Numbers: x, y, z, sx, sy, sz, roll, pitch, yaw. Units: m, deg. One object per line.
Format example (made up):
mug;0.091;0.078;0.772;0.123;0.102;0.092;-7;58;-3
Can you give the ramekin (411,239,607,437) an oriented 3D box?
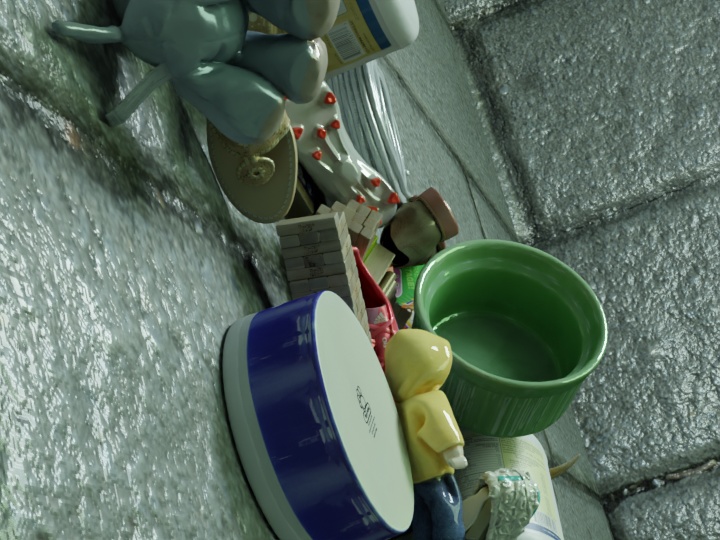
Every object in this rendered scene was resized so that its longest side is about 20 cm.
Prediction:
ramekin;0.142;0.072;1.330;0.201;0.198;0.098;-97;-164;-44

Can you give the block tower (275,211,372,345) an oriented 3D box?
block tower;-0.024;0.046;1.142;0.058;0.053;0.202;-72;152;-71

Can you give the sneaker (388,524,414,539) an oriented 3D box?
sneaker;0.037;0.179;1.247;0.115;0.076;0.200;55;22;-16

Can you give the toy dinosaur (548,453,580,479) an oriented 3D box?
toy dinosaur;0.157;0.257;1.482;0.058;0.199;0.102;7;75;-41

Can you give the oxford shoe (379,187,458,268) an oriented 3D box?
oxford shoe;0.048;-0.036;1.372;0.071;0.073;0.200;57;-8;8

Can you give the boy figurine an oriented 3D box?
boy figurine;0.056;0.152;1.135;0.124;0.064;0.202;139;-53;-62

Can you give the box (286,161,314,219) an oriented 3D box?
box;-0.088;-0.160;1.318;0.201;0.032;0.121;-98;163;-45

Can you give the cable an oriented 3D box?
cable;0.003;-0.153;1.437;0.200;0.069;0.202;-54;130;-82

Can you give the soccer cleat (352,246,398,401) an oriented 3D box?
soccer cleat;0.013;0.073;1.210;0.068;0.073;0.201;-16;70;-33

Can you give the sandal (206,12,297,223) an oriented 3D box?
sandal;-0.098;-0.137;1.069;0.070;0.077;0.214;-56;144;-74

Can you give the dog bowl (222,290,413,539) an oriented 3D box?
dog bowl;-0.030;0.121;1.029;0.200;0.078;0.202;-20;90;-78

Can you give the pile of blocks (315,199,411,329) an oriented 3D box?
pile of blocks;0.000;0.000;1.301;0.062;0.081;0.201;-56;147;-38

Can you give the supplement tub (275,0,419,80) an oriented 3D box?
supplement tub;-0.062;-0.233;1.152;0.145;0.198;0.146;-20;90;-78

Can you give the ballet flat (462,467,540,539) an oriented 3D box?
ballet flat;0.090;0.257;1.198;0.071;0.201;0.072;24;20;-10

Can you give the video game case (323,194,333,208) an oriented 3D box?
video game case;-0.035;-0.122;1.422;0.143;0.018;0.202;-91;167;-67

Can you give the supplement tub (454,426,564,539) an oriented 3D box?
supplement tub;0.133;0.248;1.368;0.201;0.144;0.145;-96;161;-48

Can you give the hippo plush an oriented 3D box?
hippo plush;-0.122;-0.186;0.994;0.160;0.199;0.161;63;-9;-32

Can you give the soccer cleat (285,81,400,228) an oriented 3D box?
soccer cleat;-0.037;-0.120;1.283;0.201;0.069;0.077;53;-17;-24

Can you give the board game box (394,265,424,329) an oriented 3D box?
board game box;0.081;0.060;1.428;0.201;0.151;0.041;-99;-163;-44
